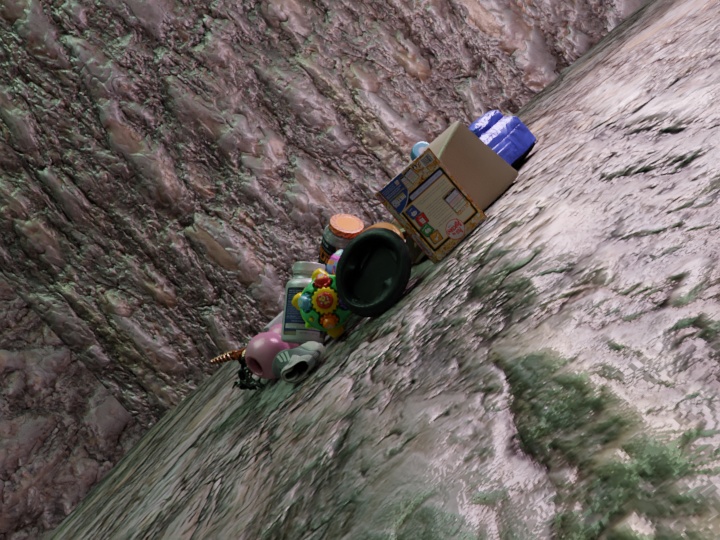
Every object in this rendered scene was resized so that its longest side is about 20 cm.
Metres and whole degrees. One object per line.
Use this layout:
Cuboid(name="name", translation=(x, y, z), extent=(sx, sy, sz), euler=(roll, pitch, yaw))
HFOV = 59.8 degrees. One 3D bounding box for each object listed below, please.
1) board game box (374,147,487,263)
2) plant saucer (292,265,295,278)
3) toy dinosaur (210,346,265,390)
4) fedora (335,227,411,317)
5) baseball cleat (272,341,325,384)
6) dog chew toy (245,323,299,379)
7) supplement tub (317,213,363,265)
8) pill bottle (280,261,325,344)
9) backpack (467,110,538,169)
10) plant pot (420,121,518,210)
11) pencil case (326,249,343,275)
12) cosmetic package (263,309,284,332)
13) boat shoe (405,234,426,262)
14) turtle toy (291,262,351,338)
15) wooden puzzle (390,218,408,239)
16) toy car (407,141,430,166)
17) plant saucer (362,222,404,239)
Cuboid(name="board game box", translation=(0.153, -0.140, 1.359), extent=(0.151, 0.200, 0.046), euler=(-41, 4, -9))
Cuboid(name="plant saucer", translation=(-0.129, 0.065, 1.785), extent=(0.039, 0.201, 0.201), euler=(-28, 6, 4))
Cuboid(name="toy dinosaur", translation=(-0.307, 0.259, 1.728), extent=(0.199, 0.136, 0.102), euler=(-1, -15, -2))
Cuboid(name="fedora", translation=(0.042, 0.007, 1.376), extent=(0.200, 0.201, 0.092), euler=(-39, -24, 23))
Cuboid(name="baseball cleat", translation=(-0.161, 0.217, 1.409), extent=(0.200, 0.070, 0.106), euler=(-37, 6, 45))
Cuboid(name="dog chew toy", translation=(-0.213, 0.201, 1.680), extent=(0.200, 0.125, 0.124), euler=(-38, 2, -41))
Cuboid(name="supplement tub", translation=(-0.055, -0.052, 1.779), extent=(0.123, 0.122, 0.200), euler=(-47, -24, -51))
Cuboid(name="pill bottle", translation=(-0.136, 0.084, 1.573), extent=(0.111, 0.111, 0.201), euler=(154, 122, -71))
Cuboid(name="backpack", translation=(0.336, -0.311, 1.668), extent=(0.200, 0.168, 0.163), euler=(-48, 1, -31))
Cuboid(name="plant pot", translation=(0.223, -0.204, 1.526), extent=(0.177, 0.200, 0.200), euler=(-55, 9, -21))
Cuboid(name="pencil case", translation=(0.000, 0.000, 1.544), extent=(0.088, 0.089, 0.200), euler=(-44, 32, -26))
Cuboid(name="cosmetic package", translation=(-0.190, 0.153, 1.943), extent=(0.200, 0.113, 0.081), euler=(-45, 6, -21))
Cuboid(name="boat shoe", translation=(0.162, -0.065, 1.508), extent=(0.075, 0.075, 0.202), euler=(-6, -9, -10))
Cuboid(name="turtle toy", translation=(-0.066, 0.055, 1.461), extent=(0.200, 0.146, 0.101), euler=(-52, -6, -5))
Cuboid(name="wooden puzzle", translation=(0.186, -0.138, 1.762), extent=(0.200, 0.046, 0.185), euler=(-11, 18, 23))
Cuboid(name="toy car", translation=(0.207, -0.221, 1.713), extent=(0.184, 0.200, 0.177), euler=(106, -176, -68))
Cuboid(name="plant saucer", translation=(0.030, -0.034, 1.620), extent=(0.200, 0.037, 0.201), euler=(-24, 54, 38))
